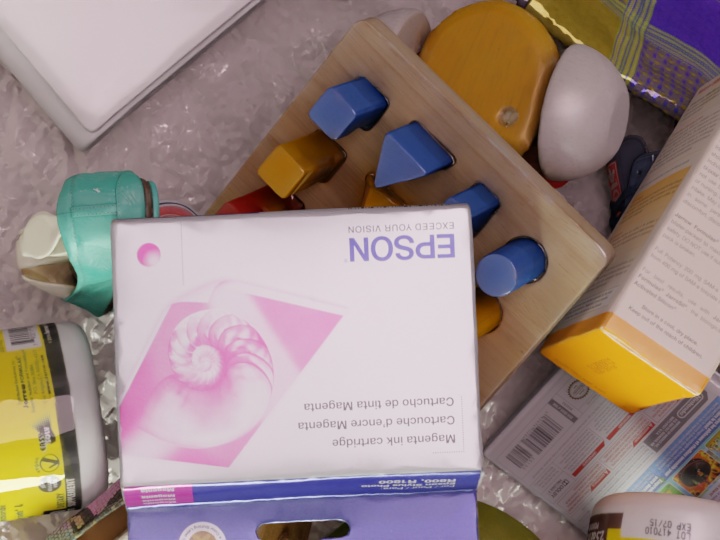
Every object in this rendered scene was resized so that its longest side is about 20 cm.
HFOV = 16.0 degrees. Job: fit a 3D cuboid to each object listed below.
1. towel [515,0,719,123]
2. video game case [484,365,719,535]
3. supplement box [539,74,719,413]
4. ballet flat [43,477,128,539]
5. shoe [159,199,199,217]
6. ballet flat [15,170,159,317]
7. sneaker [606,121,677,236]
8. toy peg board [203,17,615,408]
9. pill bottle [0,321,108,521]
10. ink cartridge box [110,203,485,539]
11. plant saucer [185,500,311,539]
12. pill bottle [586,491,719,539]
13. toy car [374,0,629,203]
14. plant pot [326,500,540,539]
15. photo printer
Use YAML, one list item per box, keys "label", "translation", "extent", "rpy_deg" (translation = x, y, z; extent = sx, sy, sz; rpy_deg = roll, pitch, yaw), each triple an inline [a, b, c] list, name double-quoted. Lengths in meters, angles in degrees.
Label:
- label: "towel"
  translation: [0.193, -0.153, 1.621]
  extent: [0.200, 0.023, 0.144]
  rpy_deg: [35, 40, -5]
- label: "video game case"
  translation: [0.195, 0.126, 1.592]
  extent: [0.200, 0.018, 0.143]
  rpy_deg: [38, 120, -4]
- label: "supplement box"
  translation: [0.198, -0.022, 1.493]
  extent: [0.073, 0.126, 0.200]
  rpy_deg: [34, 77, -6]
- label: "ballet flat"
  translation: [-0.148, 0.172, 1.489]
  extent: [0.069, 0.071, 0.200]
  rpy_deg: [39, 119, -8]
- label: "shoe"
  translation: [-0.106, 0.053, 1.552]
  extent: [0.071, 0.091, 0.201]
  rpy_deg: [-3, 85, -10]
- label: "ballet flat"
  translation: [-0.165, -0.017, 1.494]
  extent: [0.070, 0.200, 0.068]
  rpy_deg: [1, 77, -13]
- label: "sneaker"
  translation: [0.178, -0.032, 1.624]
  extent: [0.084, 0.075, 0.200]
  rpy_deg: [35, 70, -6]
- label: "toy peg board"
  translation: [0.000, 0.000, 1.456]
  extent: [0.200, 0.098, 0.199]
  rpy_deg: [44, 116, 9]
- label: "pill bottle"
  translation: [-0.254, 0.098, 1.510]
  extent: [0.199, 0.112, 0.113]
  rpy_deg: [-8, 86, -10]
- label: "ink cartridge box"
  translation: [-0.033, 0.067, 1.382]
  extent: [0.196, 0.043, 0.201]
  rpy_deg: [-3, 87, -2]
- label: "plant saucer"
  translation: [-0.065, 0.168, 1.492]
  extent: [0.035, 0.200, 0.201]
  rpy_deg: [17, 81, 11]
- label: "pill bottle"
  translation: [0.175, 0.236, 1.499]
  extent: [0.109, 0.109, 0.201]
  rpy_deg: [12, 76, -9]
- label: "toy car"
  translation: [0.068, -0.057, 1.570]
  extent: [0.175, 0.150, 0.201]
  rpy_deg: [15, 76, 20]
- label: "plant pot"
  translation: [0.034, 0.222, 1.482]
  extent: [0.186, 0.200, 0.188]
  rpy_deg: [-1, 85, 6]
- label: "photo printer"
  translation: [-0.173, -0.200, 1.577]
  extent: [0.166, 0.069, 0.200]
  rpy_deg: [-40, 92, -12]
